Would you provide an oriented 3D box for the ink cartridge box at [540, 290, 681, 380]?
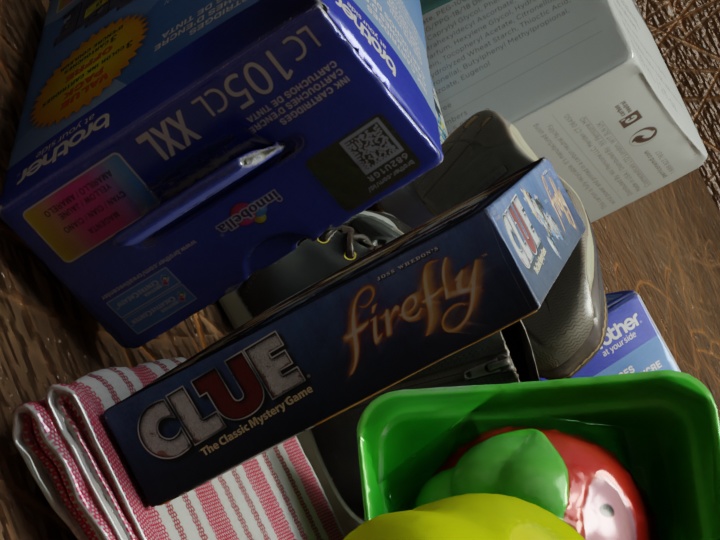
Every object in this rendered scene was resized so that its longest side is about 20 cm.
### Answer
[{"bbox_3d":[0.122,0.089,0.975,0.201,0.076,0.136,63,-17,-3],"label":"ink cartridge box"}]

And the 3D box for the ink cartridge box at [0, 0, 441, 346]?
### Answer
[{"bbox_3d":[-0.048,-0.065,0.657,0.076,0.136,0.200,49,20,-30],"label":"ink cartridge box"}]

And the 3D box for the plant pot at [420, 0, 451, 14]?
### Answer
[{"bbox_3d":[-0.025,-0.170,0.809,0.142,0.199,0.141,58,18,-15],"label":"plant pot"}]

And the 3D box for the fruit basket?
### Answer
[{"bbox_3d":[0.061,0.129,0.634,0.216,0.155,0.217,176,-90,-87],"label":"fruit basket"}]

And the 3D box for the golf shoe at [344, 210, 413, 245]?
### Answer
[{"bbox_3d":[0.050,0.053,0.908,0.200,0.078,0.095,61,16,-11],"label":"golf shoe"}]

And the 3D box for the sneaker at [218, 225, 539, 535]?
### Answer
[{"bbox_3d":[0.000,0.000,0.782,0.201,0.106,0.075,64,16,6],"label":"sneaker"}]

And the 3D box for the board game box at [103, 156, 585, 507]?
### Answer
[{"bbox_3d":[0.005,0.014,0.638,0.035,0.135,0.200,61,12,-2],"label":"board game box"}]

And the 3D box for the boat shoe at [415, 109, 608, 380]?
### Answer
[{"bbox_3d":[0.085,-0.008,0.882,0.073,0.074,0.200,42,17,-28],"label":"boat shoe"}]

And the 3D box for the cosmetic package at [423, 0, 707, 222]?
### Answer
[{"bbox_3d":[0.097,-0.142,1.202,0.165,0.165,0.201,37,29,-58],"label":"cosmetic package"}]

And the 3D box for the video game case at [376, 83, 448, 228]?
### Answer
[{"bbox_3d":[-0.001,-0.105,1.000,0.200,0.022,0.183,45,24,-44],"label":"video game case"}]

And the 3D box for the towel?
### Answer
[{"bbox_3d":[-0.045,0.100,0.635,0.147,0.030,0.200,64,13,5],"label":"towel"}]
